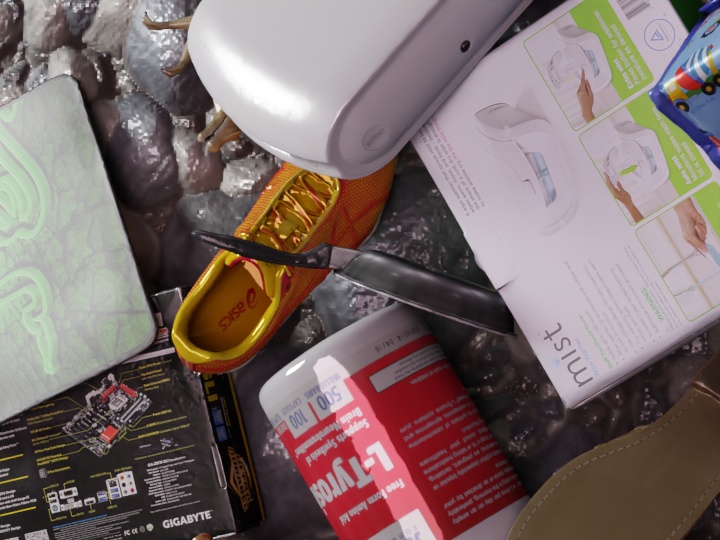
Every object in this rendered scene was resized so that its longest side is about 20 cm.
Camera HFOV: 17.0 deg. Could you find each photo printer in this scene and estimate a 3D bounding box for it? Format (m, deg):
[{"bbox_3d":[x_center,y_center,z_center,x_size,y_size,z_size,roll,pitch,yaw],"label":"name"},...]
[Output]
[{"bbox_3d":[0.000,-0.154,1.393,0.200,0.069,0.166,-48,48,-2],"label":"photo printer"}]

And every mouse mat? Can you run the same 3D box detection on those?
[{"bbox_3d":[-0.221,-0.010,1.544,0.160,0.008,0.201,-27,68,17],"label":"mouse mat"}]

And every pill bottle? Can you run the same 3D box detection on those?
[{"bbox_3d":[0.034,0.130,1.436,0.112,0.112,0.201,-34,82,19],"label":"pill bottle"}]

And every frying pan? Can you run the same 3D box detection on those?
[{"bbox_3d":[0.006,0.002,1.415,0.189,0.115,0.031,20,92,16],"label":"frying pan"}]

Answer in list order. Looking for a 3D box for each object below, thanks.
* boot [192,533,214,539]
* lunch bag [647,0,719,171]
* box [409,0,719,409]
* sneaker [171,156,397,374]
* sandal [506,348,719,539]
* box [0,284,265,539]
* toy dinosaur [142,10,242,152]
[{"bbox_3d":[-0.044,0.224,1.413,0.068,0.189,0.200,-30,49,-5],"label":"boot"},{"bbox_3d":[0.257,-0.149,1.296,0.094,0.200,0.150,45,128,-14],"label":"lunch bag"},{"bbox_3d":[0.150,-0.051,1.387,0.176,0.097,0.201,-34,83,20],"label":"box"},{"bbox_3d":[-0.040,-0.019,1.458,0.073,0.077,0.200,33,86,4],"label":"sneaker"},{"bbox_3d":[0.177,0.121,1.411,0.212,0.070,0.078,-41,72,-5],"label":"sandal"},{"bbox_3d":[-0.174,0.108,1.547,0.199,0.049,0.161,-15,86,21],"label":"box"},{"bbox_3d":[-0.069,-0.174,1.492,0.101,0.058,0.201,26,93,-1],"label":"toy dinosaur"}]
